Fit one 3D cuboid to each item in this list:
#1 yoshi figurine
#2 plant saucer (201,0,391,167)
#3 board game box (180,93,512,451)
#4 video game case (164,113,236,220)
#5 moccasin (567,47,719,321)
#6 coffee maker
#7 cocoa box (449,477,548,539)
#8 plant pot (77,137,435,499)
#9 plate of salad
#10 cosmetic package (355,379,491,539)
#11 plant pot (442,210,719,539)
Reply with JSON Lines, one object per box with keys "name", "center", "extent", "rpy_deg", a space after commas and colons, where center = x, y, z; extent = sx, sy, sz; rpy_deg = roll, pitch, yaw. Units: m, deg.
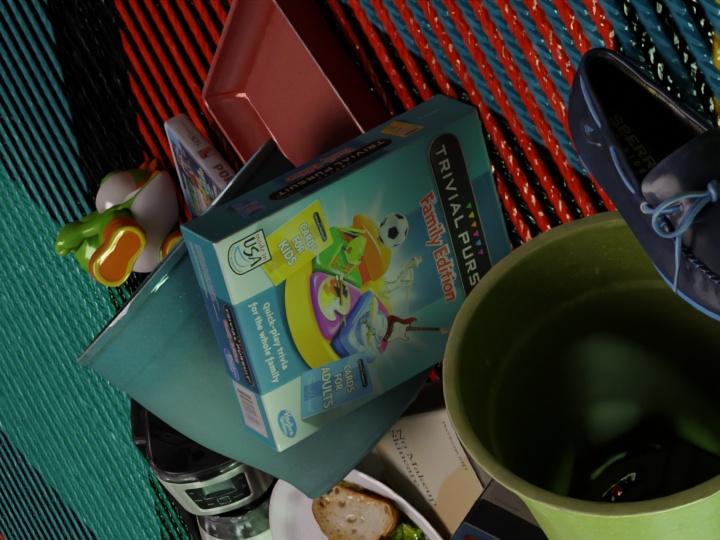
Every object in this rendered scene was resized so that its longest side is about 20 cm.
{"name": "yoshi figurine", "center": [-0.191, -0.019, 1.975], "extent": [0.113, 0.112, 0.200], "rpy_deg": [65, 177, -21]}
{"name": "plant saucer", "center": [-0.031, -0.095, 1.675], "extent": [0.200, 0.037, 0.200], "rpy_deg": [56, 156, 13]}
{"name": "board game box", "center": [0.000, 0.000, 1.507], "extent": [0.047, 0.200, 0.151], "rpy_deg": [26, 139, 54]}
{"name": "video game case", "center": [-0.085, -0.001, 1.866], "extent": [0.182, 0.023, 0.200], "rpy_deg": [49, 160, 42]}
{"name": "moccasin", "center": [0.168, -0.042, 1.260], "extent": [0.200, 0.080, 0.068], "rpy_deg": [44, 163, 34]}
{"name": "coffee maker", "center": [-0.107, 0.157, 1.929], "extent": [0.192, 0.134, 0.200], "rpy_deg": [45, 163, 47]}
{"name": "cocoa box", "center": [0.137, 0.244, 1.498], "extent": [0.200, 0.131, 0.134], "rpy_deg": [28, 144, 17]}
{"name": "plant pot", "center": [-0.056, 0.046, 1.623], "extent": [0.188, 0.200, 0.200], "rpy_deg": [41, 157, -4]}
{"name": "plate of salad", "center": [0.004, 0.227, 1.725], "extent": [0.200, 0.048, 0.201], "rpy_deg": [26, 136, 29]}
{"name": "cosmetic package", "center": [0.068, 0.132, 1.674], "extent": [0.105, 0.071, 0.200], "rpy_deg": [62, 157, -3]}
{"name": "plant pot", "center": [0.162, 0.101, 1.340], "extent": [0.200, 0.200, 0.190], "rpy_deg": [43, 163, 37]}
